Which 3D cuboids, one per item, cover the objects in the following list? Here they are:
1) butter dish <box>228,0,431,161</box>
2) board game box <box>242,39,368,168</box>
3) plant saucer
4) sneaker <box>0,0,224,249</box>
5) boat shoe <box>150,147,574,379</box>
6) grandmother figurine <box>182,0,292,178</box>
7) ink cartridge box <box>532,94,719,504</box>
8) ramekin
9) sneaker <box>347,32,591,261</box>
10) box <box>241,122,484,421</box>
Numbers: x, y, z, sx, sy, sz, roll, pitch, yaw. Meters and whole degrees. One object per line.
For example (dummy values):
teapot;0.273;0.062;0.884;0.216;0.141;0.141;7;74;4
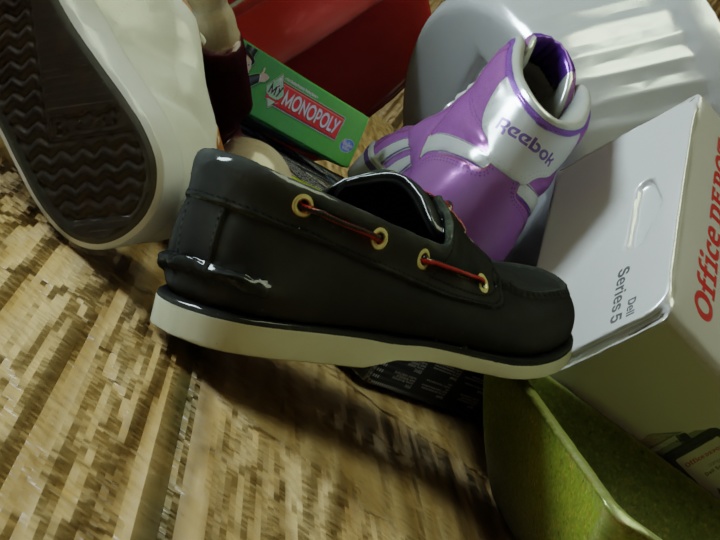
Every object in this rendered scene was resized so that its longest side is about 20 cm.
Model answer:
butter dish;-0.043;-0.126;1.051;0.200;0.199;0.148;43;-18;51
board game box;-0.109;-0.108;0.869;0.200;0.029;0.135;24;1;28
plant saucer;0.125;0.120;0.653;0.200;0.048;0.200;36;6;-13
sneaker;-0.107;-0.098;0.643;0.200;0.073;0.085;64;24;7
boat shoe;0.015;0.000;0.635;0.074;0.063;0.201;17;5;40
grandmother figurine;-0.074;-0.088;0.715;0.200;0.060;0.121;64;-19;-6
ink cartridge box;0.165;0.047;0.811;0.200;0.084;0.146;45;38;-23
ramekin;0.102;-0.059;0.948;0.098;0.201;0.200;-13;33;-24
sneaker;0.058;-0.057;0.866;0.073;0.114;0.200;34;6;-13
box;0.000;0.000;0.848;0.160;0.044;0.200;41;8;25
